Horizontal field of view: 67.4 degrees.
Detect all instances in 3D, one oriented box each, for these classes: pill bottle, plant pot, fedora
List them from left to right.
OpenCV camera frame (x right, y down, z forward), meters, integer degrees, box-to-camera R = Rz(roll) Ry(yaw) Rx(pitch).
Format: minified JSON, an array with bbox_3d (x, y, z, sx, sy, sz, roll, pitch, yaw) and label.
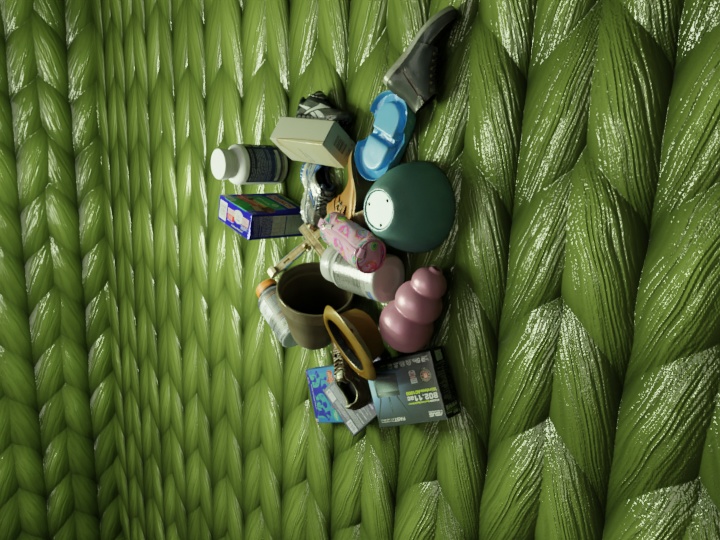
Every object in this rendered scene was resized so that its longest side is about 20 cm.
[{"bbox_3d":[-0.314,-0.299,1.524,0.110,0.199,0.113,10,104,45],"label":"pill bottle"},{"bbox_3d":[-0.230,0.117,1.575,0.200,0.105,0.107,51,130,29],"label":"pill bottle"},{"bbox_3d":[-0.121,0.108,1.410,0.200,0.199,0.175,43,141,34],"label":"plant pot"},{"bbox_3d":[-0.005,0.152,1.235,0.201,0.081,0.201,49,158,26],"label":"fedora"},{"bbox_3d":[0.000,0.000,1.296,0.199,0.113,0.115,16,109,44],"label":"pill bottle"},{"bbox_3d":[0.084,-0.133,1.165,0.199,0.134,0.203,11,105,46],"label":"plant pot"}]

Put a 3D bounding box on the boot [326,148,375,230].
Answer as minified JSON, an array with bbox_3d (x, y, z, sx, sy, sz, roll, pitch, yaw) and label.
[{"bbox_3d":[-0.031,-0.185,1.332,0.154,0.073,0.203,-11,86,52],"label":"boot"}]

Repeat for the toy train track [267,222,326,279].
[{"bbox_3d":[-0.159,-0.056,1.370,0.200,0.033,0.115,-41,60,1],"label":"toy train track"}]

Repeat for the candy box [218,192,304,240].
[{"bbox_3d":[-0.264,-0.153,1.496,0.168,0.199,0.078,31,117,38],"label":"candy box"}]

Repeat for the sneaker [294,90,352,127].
[{"bbox_3d":[-0.097,-0.410,1.367,0.199,0.066,0.092,14,99,43],"label":"sneaker"}]

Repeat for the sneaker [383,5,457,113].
[{"bbox_3d":[0.148,-0.427,1.103,0.106,0.075,0.200,46,118,5],"label":"sneaker"}]

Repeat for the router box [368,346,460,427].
[{"bbox_3d":[0.114,0.268,1.234,0.199,0.062,0.152,-21,82,38],"label":"router box"}]

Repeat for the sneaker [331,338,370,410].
[{"bbox_3d":[-0.033,0.243,1.329,0.070,0.075,0.202,-27,78,29],"label":"sneaker"}]

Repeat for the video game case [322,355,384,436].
[{"bbox_3d":[0.007,0.302,1.361,0.200,0.019,0.143,-47,69,22],"label":"video game case"}]

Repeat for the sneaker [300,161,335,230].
[{"bbox_3d":[-0.108,-0.192,1.412,0.085,0.077,0.203,-4,94,43],"label":"sneaker"}]

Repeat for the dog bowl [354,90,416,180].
[{"bbox_3d":[0.058,-0.300,1.220,0.111,0.049,0.202,41,121,32],"label":"dog bowl"}]

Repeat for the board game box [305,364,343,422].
[{"bbox_3d":[-0.062,0.333,1.471,0.199,0.045,0.154,-19,82,46],"label":"board game box"}]

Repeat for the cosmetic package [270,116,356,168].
[{"bbox_3d":[-0.121,-0.324,1.357,0.199,0.103,0.074,16,75,40],"label":"cosmetic package"}]

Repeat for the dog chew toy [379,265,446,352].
[{"bbox_3d":[0.122,0.079,1.178,0.124,0.124,0.201,43,117,34],"label":"dog chew toy"}]

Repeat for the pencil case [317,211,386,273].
[{"bbox_3d":[-0.023,-0.066,1.220,0.200,0.087,0.088,40,125,50],"label":"pencil case"}]
